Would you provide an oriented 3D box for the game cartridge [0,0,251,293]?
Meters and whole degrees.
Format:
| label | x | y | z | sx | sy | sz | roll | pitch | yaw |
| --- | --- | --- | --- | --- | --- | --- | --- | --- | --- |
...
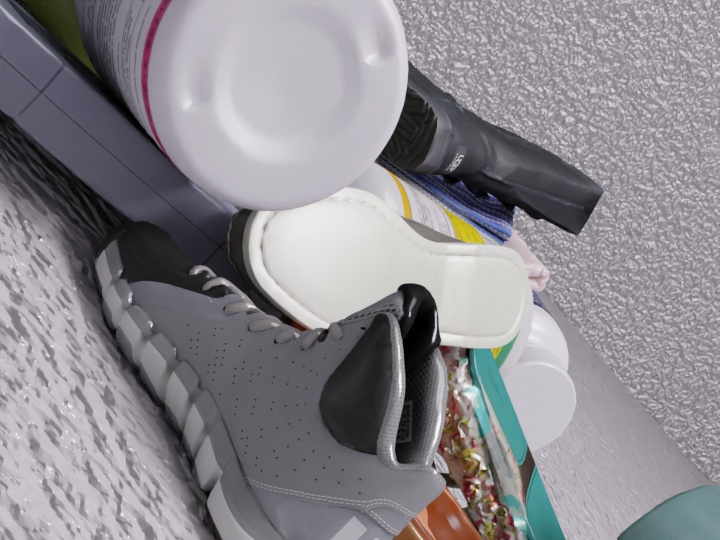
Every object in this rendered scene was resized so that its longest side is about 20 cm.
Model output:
| label | x | y | z | sx | sy | sz | roll | pitch | yaw |
| --- | --- | --- | --- | --- | --- | --- | --- | --- | --- |
| game cartridge | -0.126 | -0.068 | 0.641 | 0.200 | 0.042 | 0.133 | 43 | 5 | -38 |

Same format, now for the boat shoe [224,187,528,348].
| label | x | y | z | sx | sy | sz | roll | pitch | yaw |
| --- | --- | --- | --- | --- | --- | --- | --- | --- | --- |
| boat shoe | 0.004 | 0.002 | 0.668 | 0.060 | 0.073 | 0.201 | 9 | -2 | 43 |

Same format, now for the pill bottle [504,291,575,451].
| label | x | y | z | sx | sy | sz | roll | pitch | yaw |
| --- | --- | --- | --- | --- | --- | --- | --- | --- | --- |
| pill bottle | 0.102 | 0.057 | 1.086 | 0.111 | 0.111 | 0.200 | 45 | 10 | -29 |

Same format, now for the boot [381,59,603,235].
| label | x | y | z | sx | sy | sz | roll | pitch | yaw |
| --- | --- | --- | --- | --- | --- | --- | --- | --- | --- |
| boot | 0.072 | -0.106 | 0.992 | 0.199 | 0.066 | 0.165 | 12 | 34 | -45 |

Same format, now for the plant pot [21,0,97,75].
| label | x | y | z | sx | sy | sz | roll | pitch | yaw |
| --- | --- | --- | --- | --- | --- | --- | --- | --- | --- |
| plant pot | -0.135 | -0.199 | 0.790 | 0.185 | 0.199 | 0.200 | 61 | 8 | -5 |

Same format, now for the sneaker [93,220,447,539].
| label | x | y | z | sx | sy | sz | roll | pitch | yaw |
| --- | --- | --- | --- | --- | --- | --- | --- | --- | --- |
| sneaker | -0.026 | 0.030 | 0.543 | 0.201 | 0.115 | 0.075 | 56 | 11 | 33 |

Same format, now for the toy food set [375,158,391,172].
| label | x | y | z | sx | sy | sz | roll | pitch | yaw |
| --- | --- | --- | --- | --- | --- | --- | --- | --- | --- |
| toy food set | -0.061 | -0.093 | 0.951 | 0.199 | 0.061 | 0.143 | 33 | -6 | 38 |

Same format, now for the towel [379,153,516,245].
| label | x | y | z | sx | sy | sz | roll | pitch | yaw |
| --- | --- | --- | --- | --- | --- | --- | --- | --- | --- |
| towel | 0.064 | -0.081 | 1.053 | 0.144 | 0.024 | 0.200 | 35 | 15 | 0 |

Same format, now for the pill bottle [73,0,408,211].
| label | x | y | z | sx | sy | sz | roll | pitch | yaw |
| --- | --- | --- | --- | --- | --- | --- | --- | --- | --- |
| pill bottle | -0.067 | -0.113 | 0.622 | 0.113 | 0.113 | 0.200 | 44 | -1 | -33 |

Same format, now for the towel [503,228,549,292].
| label | x | y | z | sx | sy | sz | roll | pitch | yaw |
| --- | --- | --- | --- | --- | --- | --- | --- | --- | --- |
| towel | 0.030 | -0.045 | 1.081 | 0.189 | 0.033 | 0.200 | 3 | 30 | -27 |

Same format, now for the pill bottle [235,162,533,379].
| label | x | y | z | sx | sy | sz | roll | pitch | yaw |
| --- | --- | --- | --- | --- | --- | --- | --- | --- | --- |
| pill bottle | 0.005 | 0.001 | 0.795 | 0.199 | 0.113 | 0.113 | 29 | 21 | -43 |

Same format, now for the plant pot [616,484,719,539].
| label | x | y | z | sx | sy | sz | roll | pitch | yaw |
| --- | --- | --- | --- | --- | --- | --- | --- | --- | --- |
| plant pot | 0.212 | 0.232 | 0.710 | 0.196 | 0.200 | 0.200 | 47 | 5 | 37 |

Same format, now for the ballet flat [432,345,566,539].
| label | x | y | z | sx | sy | sz | roll | pitch | yaw |
| --- | --- | --- | --- | --- | --- | --- | --- | --- | --- |
| ballet flat | 0.071 | 0.123 | 0.775 | 0.202 | 0.063 | 0.076 | 68 | 22 | -12 |

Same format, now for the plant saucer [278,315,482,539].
| label | x | y | z | sx | sy | sz | roll | pitch | yaw |
| --- | --- | --- | --- | --- | --- | --- | --- | --- | --- |
| plant saucer | 0.014 | 0.109 | 0.647 | 0.201 | 0.032 | 0.200 | 52 | 4 | -5 |
